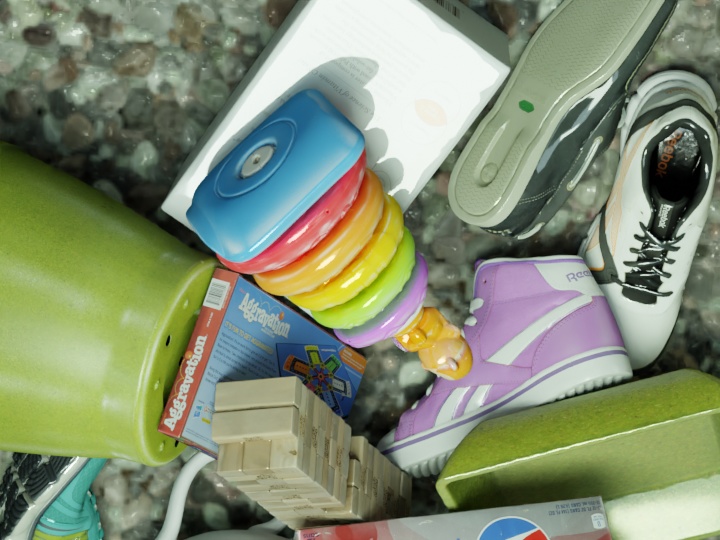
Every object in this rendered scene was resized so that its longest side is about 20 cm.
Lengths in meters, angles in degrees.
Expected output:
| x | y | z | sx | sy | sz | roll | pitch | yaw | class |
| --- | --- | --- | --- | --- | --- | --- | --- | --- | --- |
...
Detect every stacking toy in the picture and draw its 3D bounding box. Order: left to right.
| x | y | z | sx | sy | sz | roll | pitch | yaw | class |
| --- | --- | --- | --- | --- | --- | --- | --- | --- | --- |
| 0.000 | 0.000 | 1.344 | 0.110 | 0.116 | 0.200 | -43 | 118 | 1 | stacking toy |

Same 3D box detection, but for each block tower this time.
| x | y | z | sx | sy | sz | roll | pitch | yaw | class |
| --- | --- | --- | --- | --- | --- | --- | --- | --- | --- |
| -0.028 | 0.125 | 1.394 | 0.058 | 0.200 | 0.054 | -5 | 66 | 22 | block tower |

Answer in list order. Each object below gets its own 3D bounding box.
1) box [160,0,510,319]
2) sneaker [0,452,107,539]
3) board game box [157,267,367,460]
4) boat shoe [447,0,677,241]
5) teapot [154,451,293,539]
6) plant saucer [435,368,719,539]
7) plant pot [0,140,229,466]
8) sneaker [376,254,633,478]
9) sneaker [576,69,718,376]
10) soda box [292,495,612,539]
| x | y | z | sx | sy | sz | roll | pitch | yaw | class |
| --- | --- | --- | --- | --- | --- | --- | --- | --- | --- |
| -0.014 | -0.092 | 1.409 | 0.124 | 0.098 | 0.200 | 35 | 106 | -8 | box |
| -0.206 | 0.170 | 1.528 | 0.079 | 0.078 | 0.201 | 19 | 114 | -23 | sneaker |
| -0.057 | 0.076 | 1.408 | 0.019 | 0.200 | 0.103 | 16 | 80 | 27 | board game box |
| 0.135 | -0.107 | 1.423 | 0.067 | 0.072 | 0.200 | 25 | 104 | -43 | boat shoe |
| -0.054 | 0.244 | 1.496 | 0.146 | 0.197 | 0.201 | -26 | 132 | -26 | teapot |
| 0.158 | 0.128 | 1.452 | 0.199 | 0.048 | 0.200 | -15 | 150 | 8 | plant saucer |
| -0.186 | 0.030 | 1.377 | 0.192 | 0.200 | 0.201 | 17 | 109 | 17 | plant pot |
| 0.080 | 0.057 | 1.477 | 0.200 | 0.073 | 0.115 | -31 | 69 | 29 | sneaker |
| 0.179 | -0.023 | 1.431 | 0.073 | 0.080 | 0.201 | 8 | 110 | -1 | sneaker |
| 0.057 | 0.192 | 1.406 | 0.199 | 0.070 | 0.063 | -5 | 153 | -12 | soda box |
